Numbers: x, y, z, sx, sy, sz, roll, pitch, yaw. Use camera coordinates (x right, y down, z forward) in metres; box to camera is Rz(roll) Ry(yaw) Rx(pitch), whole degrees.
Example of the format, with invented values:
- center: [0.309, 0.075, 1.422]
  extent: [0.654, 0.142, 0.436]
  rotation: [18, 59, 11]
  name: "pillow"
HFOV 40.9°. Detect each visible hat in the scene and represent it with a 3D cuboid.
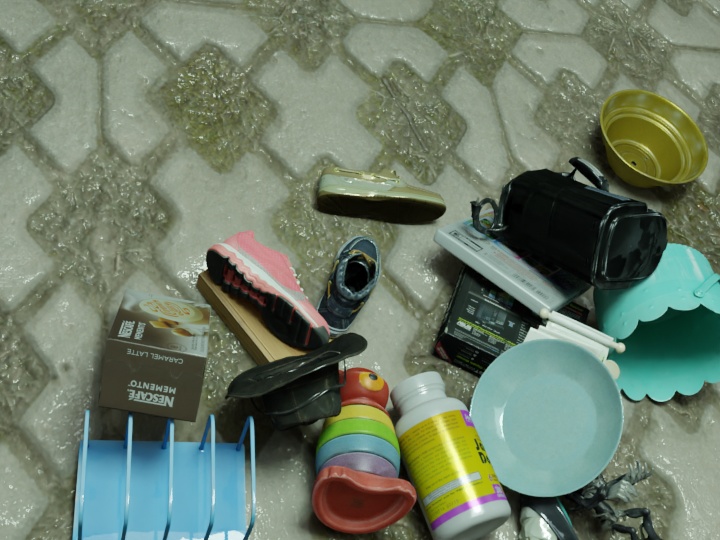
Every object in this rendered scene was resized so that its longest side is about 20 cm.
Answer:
- center: [-0.065, 0.144, 1.144]
  extent: [0.198, 0.200, 0.082]
  rotation: [-23, 95, -29]
  name: "hat"

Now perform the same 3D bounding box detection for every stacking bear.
- center: [-0.002, 0.206, 1.190]
  extent: [0.119, 0.115, 0.202]
  rotation: [14, 43, -12]
  name: "stacking bear"

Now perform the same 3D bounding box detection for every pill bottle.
- center: [0.105, 0.233, 1.207]
  extent: [0.102, 0.105, 0.203]
  rotation: [-10, 61, -24]
  name: "pill bottle"

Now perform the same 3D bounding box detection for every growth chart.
- center: [0.254, 0.155, 1.289]
  extent: [0.143, 0.018, 0.202]
  rotation: [32, 95, -2]
  name: "growth chart"

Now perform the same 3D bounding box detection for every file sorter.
- center: [-0.219, 0.240, 1.087]
  extent: [0.196, 0.123, 0.141]
  rotation: [4, 56, -16]
  name: "file sorter"

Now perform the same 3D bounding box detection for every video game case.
- center: [0.226, -0.015, 1.401]
  extent: [0.199, 0.024, 0.181]
  rotation: [36, 29, 21]
  name: "video game case"

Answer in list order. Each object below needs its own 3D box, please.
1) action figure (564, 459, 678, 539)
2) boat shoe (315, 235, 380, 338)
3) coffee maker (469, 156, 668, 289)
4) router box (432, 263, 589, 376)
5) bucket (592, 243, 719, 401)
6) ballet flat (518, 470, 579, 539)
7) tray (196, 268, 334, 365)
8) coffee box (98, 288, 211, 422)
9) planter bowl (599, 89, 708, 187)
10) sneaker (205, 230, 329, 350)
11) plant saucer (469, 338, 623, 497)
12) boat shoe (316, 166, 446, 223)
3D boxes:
- center: [0.327, 0.288, 1.235]
  extent: [0.201, 0.102, 0.118]
  rotation: [49, 35, 9]
  name: "action figure"
- center: [0.000, 0.000, 1.320]
  extent: [0.070, 0.091, 0.202]
  rotation: [29, 41, -5]
  name: "boat shoe"
- center: [0.287, -0.052, 1.324]
  extent: [0.190, 0.137, 0.199]
  rotation: [-26, 30, -21]
  name: "coffee maker"
- center: [0.214, 0.086, 1.367]
  extent: [0.197, 0.062, 0.151]
  rotation: [26, 53, 0]
  name: "router box"
- center: [0.429, 0.072, 1.365]
  extent: [0.203, 0.209, 0.136]
  rotation: [9, 46, -12]
  name: "bucket"
- center: [0.243, 0.347, 1.201]
  extent: [0.072, 0.073, 0.202]
  rotation: [-22, 68, -29]
  name: "ballet flat"
- center: [-0.121, 0.063, 1.291]
  extent: [0.098, 0.037, 0.200]
  rotation: [-31, 70, -32]
  name: "tray"
- center: [-0.238, 0.095, 1.136]
  extent: [0.112, 0.081, 0.200]
  rotation: [11, 13, -9]
  name: "coffee box"
- center: [0.479, -0.204, 1.634]
  extent: [0.196, 0.084, 0.204]
  rotation: [8, 56, -12]
  name: "planter bowl"
- center: [-0.105, 0.017, 1.260]
  extent: [0.199, 0.074, 0.087]
  rotation: [40, 51, 9]
  name: "sneaker"
- center: [0.239, 0.190, 1.234]
  extent: [0.197, 0.039, 0.205]
  rotation: [-9, 65, 21]
  name: "plant saucer"
- center: [0.033, -0.119, 1.438]
  extent: [0.196, 0.074, 0.068]
  rotation: [8, 60, -13]
  name: "boat shoe"
